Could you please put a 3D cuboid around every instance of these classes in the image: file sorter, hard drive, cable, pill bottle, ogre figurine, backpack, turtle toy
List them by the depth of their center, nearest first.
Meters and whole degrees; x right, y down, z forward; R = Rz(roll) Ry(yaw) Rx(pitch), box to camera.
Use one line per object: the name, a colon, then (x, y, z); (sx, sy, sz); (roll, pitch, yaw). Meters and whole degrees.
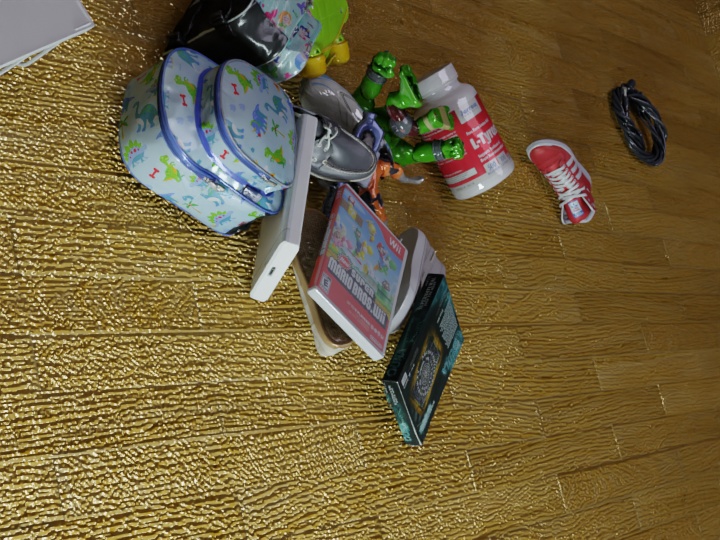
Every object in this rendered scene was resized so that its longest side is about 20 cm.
file sorter: (-0.395, -0.252, 1.220); (0.139, 0.124, 0.200); (60, 34, -10)
backpack: (-0.175, -0.164, 1.458); (0.199, 0.146, 0.184); (28, 48, -40)
hard drive: (-0.095, -0.079, 1.538); (0.026, 0.132, 0.201); (17, 53, -14)
backpack: (-0.139, -0.321, 1.565); (0.151, 0.177, 0.201); (43, 43, -34)
turtle toy: (-0.077, -0.354, 1.735); (0.200, 0.100, 0.147); (-42, 127, -57)
ogre figurine: (0.055, -0.226, 1.832); (0.200, 0.119, 0.099); (33, 43, -42)
pill bottle: (0.155, -0.225, 1.977); (0.201, 0.112, 0.112); (60, 35, -11)
cable: (0.620, -0.321, 2.728); (0.201, 0.051, 0.163); (63, 34, -9)

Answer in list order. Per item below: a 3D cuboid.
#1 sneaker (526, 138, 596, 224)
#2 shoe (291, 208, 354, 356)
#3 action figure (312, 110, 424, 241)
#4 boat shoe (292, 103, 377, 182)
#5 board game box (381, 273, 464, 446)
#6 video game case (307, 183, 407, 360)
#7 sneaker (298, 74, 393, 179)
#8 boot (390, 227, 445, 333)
sneaker: (0.376, -0.158, 2.282); (0.200, 0.071, 0.113); (32, 45, -44)
shoe: (-0.056, 0.016, 1.614); (0.069, 0.053, 0.202); (-3, 67, -22)
action figure: (-0.015, -0.110, 1.728); (0.193, 0.104, 0.201); (36, 75, -30)
boat shoe: (-0.063, -0.172, 1.625); (0.199, 0.063, 0.073); (23, 79, -16)
board game box: (0.089, 0.122, 1.705); (0.201, 0.028, 0.136); (-63, 146, -39)
video game case: (0.000, 0.000, 1.618); (0.143, 0.017, 0.201); (46, 38, -29)
sneaker: (-0.015, -0.209, 1.773); (0.200, 0.072, 0.073); (47, 30, -33)
boot: (0.078, 0.035, 1.761); (0.096, 0.073, 0.201); (48, 41, -27)
